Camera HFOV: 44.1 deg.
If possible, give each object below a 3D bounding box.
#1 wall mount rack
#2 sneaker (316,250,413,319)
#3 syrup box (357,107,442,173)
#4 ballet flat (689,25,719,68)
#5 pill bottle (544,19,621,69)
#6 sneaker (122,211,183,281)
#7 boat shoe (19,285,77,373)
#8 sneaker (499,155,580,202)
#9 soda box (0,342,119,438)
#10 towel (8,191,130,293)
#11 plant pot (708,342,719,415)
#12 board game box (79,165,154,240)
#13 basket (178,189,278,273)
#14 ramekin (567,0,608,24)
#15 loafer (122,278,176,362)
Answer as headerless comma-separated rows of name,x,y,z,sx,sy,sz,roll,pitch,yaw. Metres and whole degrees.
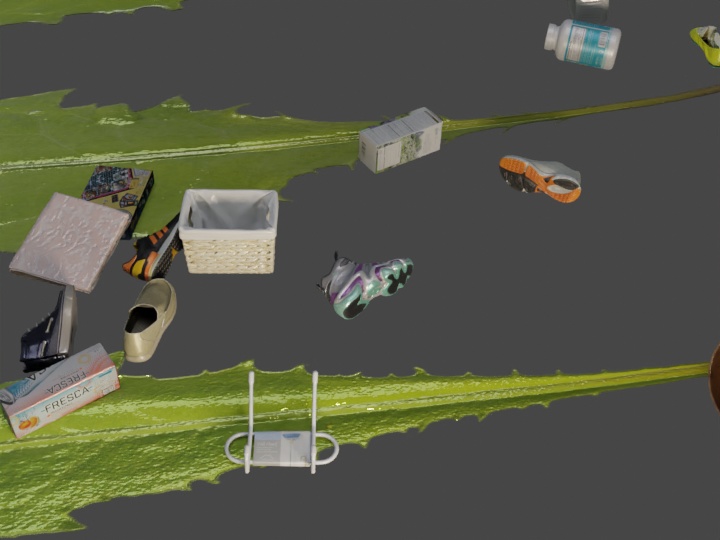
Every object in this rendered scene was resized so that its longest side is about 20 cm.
wall mount rack,-0.134,0.262,1.521,0.195,0.075,0.176,1,44,-3
sneaker,0.000,0.000,1.797,0.198,0.079,0.140,-28,52,-29
syrup box,0.096,-0.313,2.124,0.197,0.080,0.081,-24,49,-25
ballet flat,1.001,-0.657,2.539,0.065,0.068,0.202,-1,44,-3
pill bottle,0.612,-0.629,2.456,0.196,0.112,0.112,15,45,12
sneaker,-0.421,-0.060,1.840,0.088,0.071,0.202,14,47,8
boat shoe,-0.582,0.106,1.657,0.091,0.076,0.202,-3,42,-9
sneaker,0.419,-0.224,2.066,0.197,0.077,0.092,22,39,8
soda box,-0.529,0.209,1.563,0.198,0.064,0.068,-27,51,-28
towel,-0.596,-0.058,1.828,0.187,0.032,0.203,15,59,11
plant pot,0.764,0.194,1.589,0.196,0.189,0.188,-3,42,-28
board game box,-0.545,-0.152,1.954,0.132,0.035,0.202,6,44,3
basket,-0.267,-0.079,1.831,0.195,0.125,0.137,1,43,-3
ramekin,0.663,-0.822,2.605,0.092,0.205,0.205,-6,43,6
loafer,-0.401,0.083,1.696,0.074,0.069,0.202,5,44,2
